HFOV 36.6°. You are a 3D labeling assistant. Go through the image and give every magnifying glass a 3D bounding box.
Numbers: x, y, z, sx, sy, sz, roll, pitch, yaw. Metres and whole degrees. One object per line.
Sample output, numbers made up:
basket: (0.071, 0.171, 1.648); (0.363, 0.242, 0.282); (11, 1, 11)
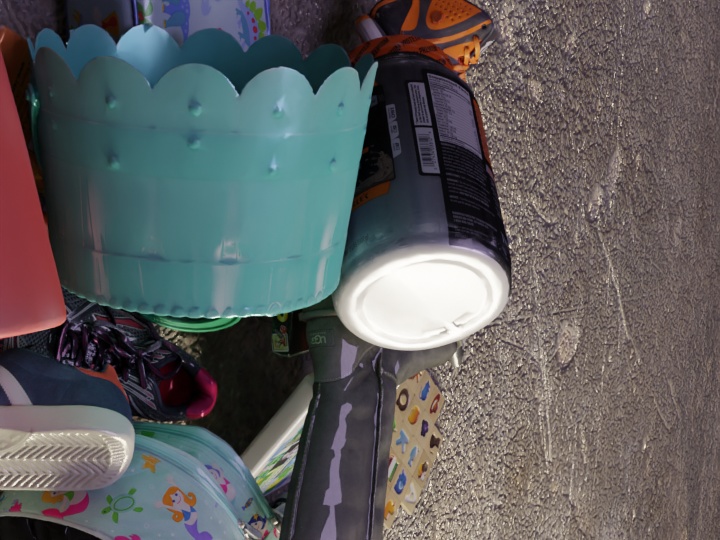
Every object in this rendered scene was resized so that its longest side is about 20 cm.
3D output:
magnifying glass: (-0.164, 0.001, 0.785); (0.199, 0.079, 0.023); (29, 50, -45)

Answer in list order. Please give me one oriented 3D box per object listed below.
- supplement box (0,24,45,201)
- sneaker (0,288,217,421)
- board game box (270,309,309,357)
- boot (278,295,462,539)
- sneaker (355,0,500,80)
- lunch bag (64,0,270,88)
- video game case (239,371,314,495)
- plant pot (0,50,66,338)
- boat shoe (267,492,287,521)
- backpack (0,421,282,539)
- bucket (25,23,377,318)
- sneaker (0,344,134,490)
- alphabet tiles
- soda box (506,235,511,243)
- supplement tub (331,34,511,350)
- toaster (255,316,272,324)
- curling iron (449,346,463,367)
supplement box: (-0.194, -0.082, 0.714); (0.199, 0.066, 0.070); (35, 68, -54)
sneaker: (-0.178, 0.056, 0.762); (0.199, 0.074, 0.082); (30, 72, -54)
board game box: (0.000, 0.000, 0.856); (0.199, 0.023, 0.107); (-9, 104, -56)
boot: (0.011, 0.127, 0.791); (0.180, 0.072, 0.204); (12, 70, -45)
sneaker: (0.087, -0.165, 0.967); (0.202, 0.111, 0.078); (60, 2, -4)
lunch bag: (-0.132, -0.208, 0.768); (0.160, 0.081, 0.204); (-23, 116, -52)
video game case: (-0.037, 0.130, 0.933); (0.181, 0.022, 0.201); (-20, 155, -54)
plant pot: (-0.252, -0.053, 0.538); (0.199, 0.198, 0.181); (-6, 92, -56)
boat shoe: (-0.067, 0.237, 0.990); (0.200, 0.069, 0.073); (-21, 104, -58)
backpack: (-0.149, 0.189, 0.743); (0.201, 0.175, 0.152); (59, 42, -38)
bucket: (-0.093, -0.065, 0.638); (0.206, 0.205, 0.137); (-19, 119, -54)
sneaker: (-0.235, 0.081, 0.650); (0.197, 0.085, 0.076); (10, 124, -20)
alphabet tiles: (0.038, 0.178, 1.184); (0.168, 0.006, 0.201); (-64, 143, -27)
soda box: (0.055, 0.034, 1.015); (0.201, 0.063, 0.068); (-53, 178, 28)
supplement tub: (0.033, -0.059, 0.753); (0.123, 0.121, 0.203); (52, 25, -48)
toaster: (-0.034, -0.069, 0.916); (0.181, 0.117, 0.202); (-53, 138, -38)
curling iron: (0.074, 0.000, 0.927); (0.049, 0.025, 0.203); (-41, 131, -41)
